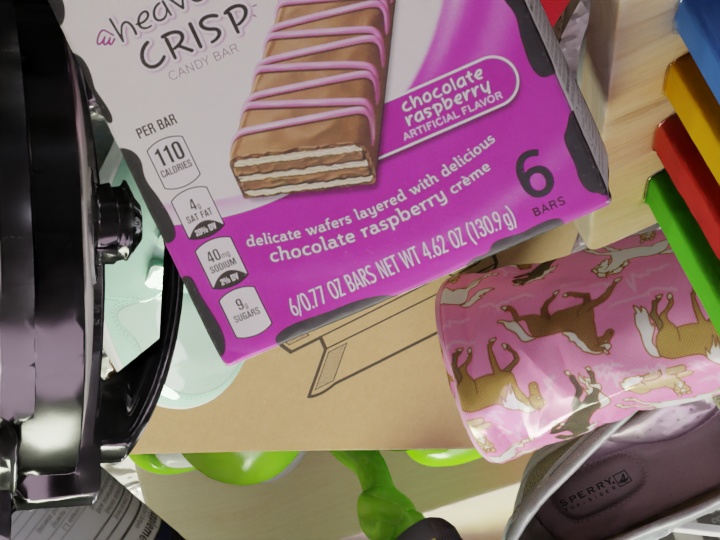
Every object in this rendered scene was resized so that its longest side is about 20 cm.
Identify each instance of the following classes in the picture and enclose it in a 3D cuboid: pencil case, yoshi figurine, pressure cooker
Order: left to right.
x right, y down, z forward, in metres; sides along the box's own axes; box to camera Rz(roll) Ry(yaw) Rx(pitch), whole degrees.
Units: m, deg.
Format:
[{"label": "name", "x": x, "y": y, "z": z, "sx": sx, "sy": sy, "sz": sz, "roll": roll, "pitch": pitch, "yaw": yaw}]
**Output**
[{"label": "pressure cooker", "x": -0.158, "y": -0.005, "z": 0.921, "sx": 0.200, "sy": 0.179, "sz": 0.176, "roll": -3, "pitch": 127, "yaw": -11}, {"label": "yoshi figurine", "x": -0.004, "y": 0.058, "z": 1.225, "sx": 0.200, "sy": 0.113, "sz": 0.112, "roll": -10, "pitch": 144, "yaw": -10}, {"label": "pencil case", "x": 0.127, "y": 0.015, "z": 1.097, "sx": 0.200, "sy": 0.083, "sz": 0.087, "roll": -17, "pitch": 157, "yaw": 13}]

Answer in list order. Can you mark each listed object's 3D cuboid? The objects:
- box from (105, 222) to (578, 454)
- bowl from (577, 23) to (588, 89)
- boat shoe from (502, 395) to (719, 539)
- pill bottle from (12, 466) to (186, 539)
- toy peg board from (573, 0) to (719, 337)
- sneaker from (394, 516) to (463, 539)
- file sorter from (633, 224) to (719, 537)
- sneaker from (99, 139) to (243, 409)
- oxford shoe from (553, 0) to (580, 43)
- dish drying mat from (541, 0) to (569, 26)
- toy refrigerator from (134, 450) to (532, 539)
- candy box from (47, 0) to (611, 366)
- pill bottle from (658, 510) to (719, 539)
[{"label": "box", "x": 0.000, "y": 0.000, "z": 1.122, "sx": 0.200, "sy": 0.021, "sz": 0.164, "roll": 2, "pitch": 118, "yaw": -36}, {"label": "bowl", "x": 0.181, "y": -0.118, "z": 1.018, "sx": 0.200, "sy": 0.075, "sz": 0.200, "roll": -9, "pitch": 151, "yaw": -38}, {"label": "boat shoe", "x": 0.145, "y": 0.069, "z": 1.169, "sx": 0.202, "sy": 0.074, "sz": 0.065, "roll": -30, "pitch": -171, "yaw": 29}, {"label": "pill bottle", "x": -0.139, "y": 0.128, "z": 1.154, "sx": 0.200, "sy": 0.112, "sz": 0.112, "roll": 42, "pitch": 128, "yaw": -8}, {"label": "toy peg board", "x": 0.183, "y": -0.060, "z": 0.920, "sx": 0.200, "sy": 0.098, "sz": 0.199, "roll": -24, "pitch": 158, "yaw": -9}, {"label": "sneaker", "x": -0.034, "y": 0.164, "z": 1.224, "sx": 0.200, "sy": 0.081, "sz": 0.074, "roll": -41, "pitch": 155, "yaw": 25}, {"label": "file sorter", "x": 0.209, "y": 0.021, "z": 1.254, "sx": 0.139, "sy": 0.125, "sz": 0.200, "roll": 10, "pitch": 141, "yaw": -42}, {"label": "sneaker", "x": -0.043, "y": -0.011, "z": 0.986, "sx": 0.074, "sy": 0.118, "sz": 0.201, "roll": -7, "pitch": 127, "yaw": -26}, {"label": "oxford shoe", "x": 0.062, "y": -0.103, "z": 1.009, "sx": 0.072, "sy": 0.071, "sz": 0.200, "roll": -21, "pitch": 152, "yaw": -5}, {"label": "dish drying mat", "x": 0.075, "y": -0.146, "z": 0.912, "sx": 0.077, "sy": 0.018, "sz": 0.200, "roll": 14, "pitch": 117, "yaw": -44}, {"label": "toy refrigerator", "x": 0.000, "y": 0.105, "z": 1.337, "sx": 0.200, "sy": 0.076, "sz": 0.070, "roll": -18, "pitch": 152, "yaw": -1}, {"label": "candy box", "x": -0.021, "y": -0.089, "z": 0.861, "sx": 0.136, "sy": 0.200, "sz": 0.061, "roll": -23, "pitch": -167, "yaw": 9}, {"label": "pill bottle", "x": 0.190, "y": 0.147, "z": 1.387, "sx": 0.113, "sy": 0.200, "sz": 0.113, "roll": -13, "pitch": 152, "yaw": -7}]
